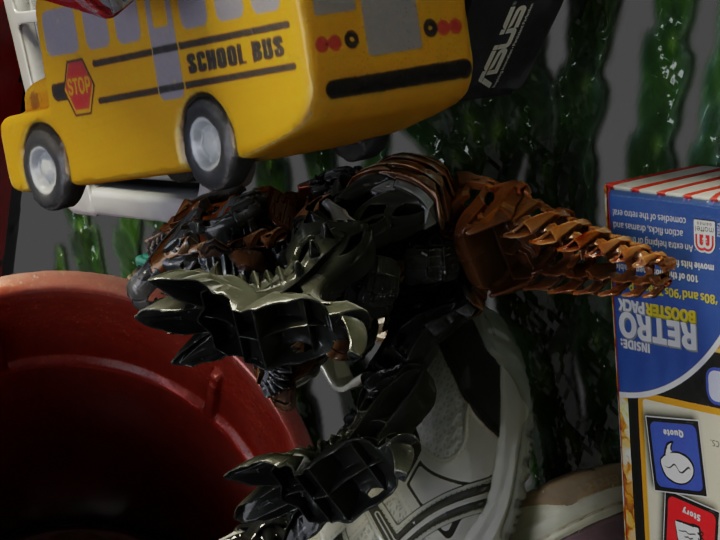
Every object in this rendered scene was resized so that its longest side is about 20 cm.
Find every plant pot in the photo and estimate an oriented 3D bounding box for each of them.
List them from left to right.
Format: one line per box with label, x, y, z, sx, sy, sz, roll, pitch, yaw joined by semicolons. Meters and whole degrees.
plant pot;-0.118;0.134;0.916;0.202;0.200;0.196;61;163;22

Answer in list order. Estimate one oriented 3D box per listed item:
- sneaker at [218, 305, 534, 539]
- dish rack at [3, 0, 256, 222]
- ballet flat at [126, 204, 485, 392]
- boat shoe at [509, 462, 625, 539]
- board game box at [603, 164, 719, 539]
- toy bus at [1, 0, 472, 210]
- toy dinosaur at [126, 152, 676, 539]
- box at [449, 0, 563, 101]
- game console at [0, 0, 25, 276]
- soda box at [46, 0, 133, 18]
sneaker;-0.011;0.098;0.765;0.076;0.087;0.201;18;86;63
dish rack;-0.094;-0.108;0.922;0.200;0.043;0.173;9;112;65
ballet flat;-0.024;0.015;0.879;0.199;0.070;0.066;-8;96;55
boat shoe;0.042;0.142;0.824;0.200;0.072;0.065;-48;57;41
board game box;0.144;0.075;0.688;0.151;0.046;0.202;11;108;51
toy bus;-0.050;-0.067;0.754;0.199;0.065;0.079;-3;98;54
toy dinosaur;0.000;0.000;0.737;0.199;0.136;0.102;-27;109;45
box;0.011;-0.178;0.735;0.200;0.049;0.162;55;136;30
game console;-0.221;-0.060;1.083;0.118;0.172;0.201;21;120;18
soda box;-0.107;-0.136;0.763;0.064;0.070;0.200;52;169;-25
